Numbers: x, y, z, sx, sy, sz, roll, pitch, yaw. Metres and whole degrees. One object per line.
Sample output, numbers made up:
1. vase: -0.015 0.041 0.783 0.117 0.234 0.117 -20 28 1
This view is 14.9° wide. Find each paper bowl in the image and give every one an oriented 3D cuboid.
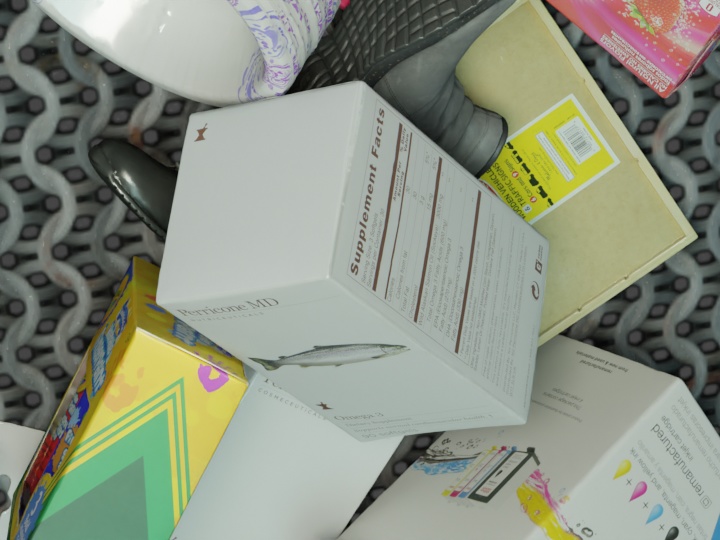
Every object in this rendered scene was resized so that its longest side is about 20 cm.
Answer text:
1. paper bowl: -0.100 -0.184 1.445 0.200 0.200 0.105 40 69 -25

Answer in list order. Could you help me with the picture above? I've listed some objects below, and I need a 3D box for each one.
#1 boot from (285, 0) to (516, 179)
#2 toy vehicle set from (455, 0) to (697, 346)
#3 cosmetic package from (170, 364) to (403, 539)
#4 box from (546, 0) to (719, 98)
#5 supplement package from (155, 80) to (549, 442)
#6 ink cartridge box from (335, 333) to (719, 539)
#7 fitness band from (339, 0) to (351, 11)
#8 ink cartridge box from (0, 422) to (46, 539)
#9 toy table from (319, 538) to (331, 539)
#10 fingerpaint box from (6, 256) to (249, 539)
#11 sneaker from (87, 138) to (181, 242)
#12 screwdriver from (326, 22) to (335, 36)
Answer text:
1. boot: 0.043 -0.106 1.525 0.200 0.070 0.131 -34 138 26
2. toy vehicle set: 0.099 -0.061 1.629 0.124 0.027 0.200 -33 117 6
3. cosmetic package: -0.069 0.130 1.656 0.112 0.081 0.200 22 111 -25
4. box: 0.124 -0.200 1.418 0.200 0.100 0.096 40 144 6
5. supplement package: 0.000 0.000 1.482 0.116 0.118 0.200 -8 151 34
6. ink cartridge box: 0.118 0.166 1.640 0.200 0.144 0.147 -44 119 -15
7. fitness band: 0.020 -0.233 1.511 0.143 0.037 0.201 -18 113 -11
8. ink cartridge box: -0.290 0.137 1.625 0.199 0.067 0.118 12 112 -17
9. toy table: -0.009 0.260 1.611 0.117 0.184 0.200 -45 128 -18
10. fingerpaint box: -0.134 0.096 1.541 0.073 0.200 0.167 26 99 -10
11. sneaker: -0.067 -0.039 1.586 0.200 0.074 0.089 32 99 -34
12. screwdriver: -0.029 -0.154 1.545 0.029 0.028 0.201 -37 113 -38
